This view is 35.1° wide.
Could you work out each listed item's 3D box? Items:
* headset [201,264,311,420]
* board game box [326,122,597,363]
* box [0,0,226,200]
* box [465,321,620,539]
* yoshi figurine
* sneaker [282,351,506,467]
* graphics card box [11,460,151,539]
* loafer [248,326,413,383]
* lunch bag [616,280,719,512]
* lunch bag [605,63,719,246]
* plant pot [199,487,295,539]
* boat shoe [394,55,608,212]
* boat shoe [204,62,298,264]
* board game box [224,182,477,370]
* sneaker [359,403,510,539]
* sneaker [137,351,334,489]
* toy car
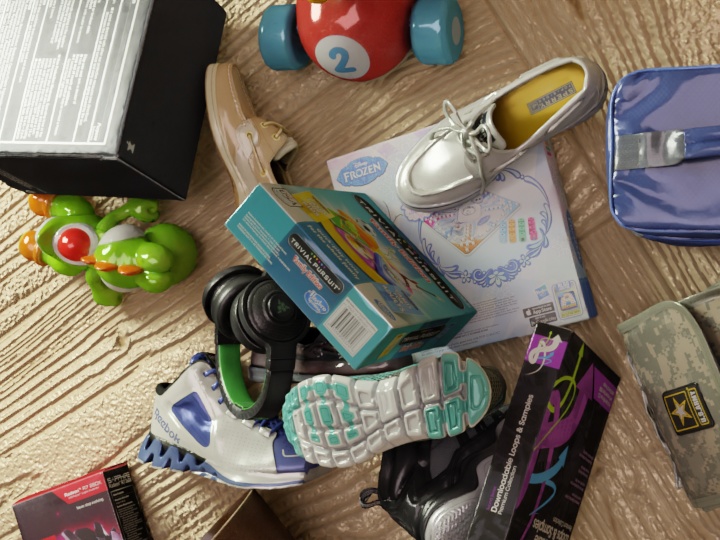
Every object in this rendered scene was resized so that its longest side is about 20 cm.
[{"bbox_3d":[-0.080,0.032,1.013,0.123,0.094,0.201,16,104,59],"label":"headset"},{"bbox_3d":[0.087,-0.030,1.009,0.199,0.043,0.200,-16,86,22],"label":"board game box"},{"bbox_3d":[-0.253,-0.178,1.075,0.198,0.123,0.201,4,76,27],"label":"box"},{"bbox_3d":[0.147,0.157,0.905,0.036,0.143,0.201,15,78,32],"label":"box"},{"bbox_3d":[-0.241,-0.024,1.133,0.199,0.113,0.112,20,58,35],"label":"yoshi figurine"},{"bbox_3d":[0.030,0.112,0.914,0.199,0.091,0.078,-11,83,32],"label":"sneaker"},{"bbox_3d":[-0.268,0.310,1.158,0.125,0.051,0.201,-21,84,21],"label":"graphics card box"},{"bbox_3d":[-0.033,0.071,1.020,0.200,0.072,0.063,-5,87,46],"label":"loafer"},{"bbox_3d":[0.312,0.083,0.883,0.200,0.117,0.165,-27,79,26],"label":"lunch bag"},{"bbox_3d":[0.292,-0.087,0.877,0.199,0.132,0.137,-1,91,23],"label":"lunch bag"},{"bbox_3d":[-0.090,0.335,1.029,0.200,0.187,0.187,43,106,1],"label":"plant pot"},{"bbox_3d":[0.106,-0.112,0.931,0.201,0.086,0.075,-28,80,20],"label":"boat shoe"},{"bbox_3d":[-0.090,-0.106,1.071,0.069,0.074,0.201,-18,89,14],"label":"boat shoe"},{"bbox_3d":[0.000,0.000,0.915,0.151,0.200,0.047,47,108,15],"label":"board game box"},{"bbox_3d":[0.085,0.146,0.954,0.114,0.200,0.076,22,139,33],"label":"sneaker"},{"bbox_3d":[-0.124,0.137,1.079,0.199,0.080,0.116,5,95,24],"label":"sneaker"},{"bbox_3d":[-0.026,-0.259,0.968,0.184,0.200,0.178,2,92,22],"label":"toy car"}]
